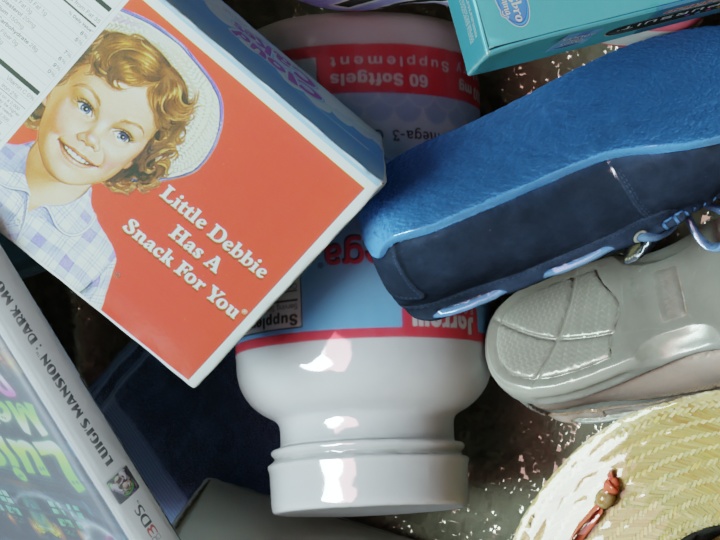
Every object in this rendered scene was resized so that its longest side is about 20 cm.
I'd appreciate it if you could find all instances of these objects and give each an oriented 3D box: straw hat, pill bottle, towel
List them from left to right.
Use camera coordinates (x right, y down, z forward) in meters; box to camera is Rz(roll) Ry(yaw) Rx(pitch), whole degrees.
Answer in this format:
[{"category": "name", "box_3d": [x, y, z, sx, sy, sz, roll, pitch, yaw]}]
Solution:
[{"category": "towel", "box_3d": [-0.081, 0.083, 1.256, 0.200, 0.048, 0.112, -45, 72, 27]}, {"category": "pill bottle", "box_3d": [0.000, 0.000, 1.146, 0.108, 0.109, 0.201, -8, 81, 32]}, {"category": "straw hat", "box_3d": [0.159, 0.144, 1.085, 0.200, 0.085, 0.202, -10, 74, 36]}]

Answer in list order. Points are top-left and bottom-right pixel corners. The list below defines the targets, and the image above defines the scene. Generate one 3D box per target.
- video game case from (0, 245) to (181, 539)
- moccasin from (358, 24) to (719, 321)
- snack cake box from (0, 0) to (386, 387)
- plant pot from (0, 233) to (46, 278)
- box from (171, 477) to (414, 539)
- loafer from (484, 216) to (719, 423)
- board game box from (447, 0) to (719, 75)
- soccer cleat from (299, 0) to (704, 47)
[{"category": "video game case", "box_3d": [-0.170, 0.050, 1.128, 0.199, 0.023, 0.182, 3, 129, 51]}, {"category": "moccasin", "box_3d": [0.097, -0.040, 1.082, 0.199, 0.068, 0.081, -17, 42, 1]}, {"category": "snack cake box", "box_3d": [-0.100, -0.065, 1.049, 0.200, 0.067, 0.115, 40, 104, -13]}, {"category": "plant pot", "box_3d": [-0.176, -0.128, 1.170, 0.200, 0.200, 0.188, 44, 144, 22]}, {"category": "box", "box_3d": [-0.042, 0.211, 1.186, 0.127, 0.109, 0.201, 17, 104, 4]}, {"category": "loafer", "box_3d": [0.151, 0.020, 1.104, 0.199, 0.063, 0.072, -13, 58, 21]}, {"category": "board game box", "box_3d": [0.118, -0.173, 1.042, 0.199, 0.047, 0.152, -14, 85, -9]}, {"category": "soccer cleat", "box_3d": [0.046, -0.129, 1.085, 0.199, 0.076, 0.067, 10, 87, -12]}]
